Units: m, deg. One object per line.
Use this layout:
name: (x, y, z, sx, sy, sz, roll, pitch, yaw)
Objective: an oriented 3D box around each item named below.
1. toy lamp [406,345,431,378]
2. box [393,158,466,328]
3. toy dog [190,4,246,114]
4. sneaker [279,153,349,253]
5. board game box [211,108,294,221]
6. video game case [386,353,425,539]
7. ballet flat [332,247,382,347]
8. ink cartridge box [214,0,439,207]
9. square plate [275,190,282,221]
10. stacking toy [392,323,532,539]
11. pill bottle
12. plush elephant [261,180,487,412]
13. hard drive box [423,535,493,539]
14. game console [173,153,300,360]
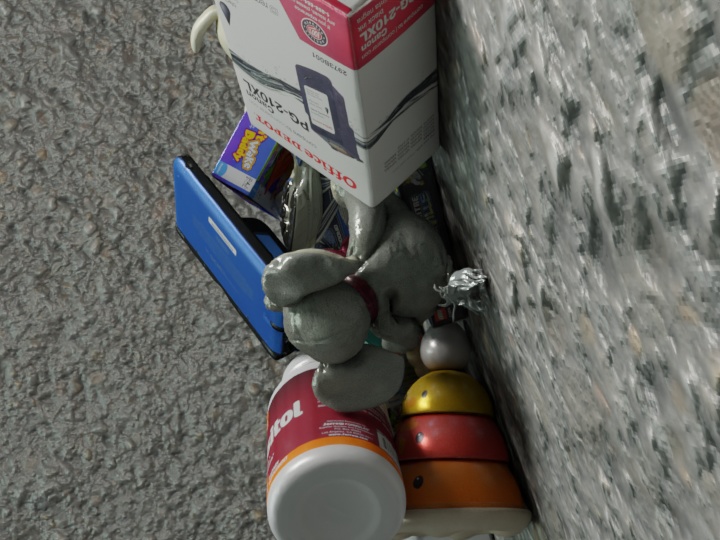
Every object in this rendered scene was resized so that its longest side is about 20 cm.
toy lamp: (0.064, 0.100, 0.909, 0.200, 0.058, 0.058, 57, -177, -24)
box: (0.049, -0.057, 0.822, 0.110, 0.035, 0.201, -117, 11, -69)
toy dog: (-0.106, -0.252, 1.123, 0.140, 0.193, 0.201, -132, 29, -52)
sneaker: (-0.024, -0.112, 0.839, 0.077, 0.085, 0.201, -124, 39, -58)
board game box: (-0.090, -0.135, 0.958, 0.045, 0.135, 0.200, 28, 179, 6)
video game case: (0.069, 0.179, 0.953, 0.200, 0.024, 0.183, -2, -108, -62)
ballet flat: (0.000, 0.000, 0.973, 0.075, 0.068, 0.201, 95, 156, -77)
ink cartridge box: (-0.023, -0.160, 0.635, 0.145, 0.084, 0.200, 37, 159, 24)
square plate: (-0.020, -0.026, 1.053, 0.201, 0.028, 0.198, 59, -152, -9)
stacking toy: (0.079, 0.145, 0.815, 0.146, 0.145, 0.201, 84, -176, -71)
pill bottle: (-0.027, 0.152, 0.774, 0.200, 0.112, 0.113, -104, -1, -67)
plush elephant: (-0.009, 0.020, 0.728, 0.200, 0.154, 0.165, 29, 137, 60)
hard drive box: (0.072, 0.290, 1.111, 0.077, 0.155, 0.201, -126, 20, -79)
game console: (-0.093, -0.020, 0.900, 0.200, 0.118, 0.171, 48, 150, 24)
